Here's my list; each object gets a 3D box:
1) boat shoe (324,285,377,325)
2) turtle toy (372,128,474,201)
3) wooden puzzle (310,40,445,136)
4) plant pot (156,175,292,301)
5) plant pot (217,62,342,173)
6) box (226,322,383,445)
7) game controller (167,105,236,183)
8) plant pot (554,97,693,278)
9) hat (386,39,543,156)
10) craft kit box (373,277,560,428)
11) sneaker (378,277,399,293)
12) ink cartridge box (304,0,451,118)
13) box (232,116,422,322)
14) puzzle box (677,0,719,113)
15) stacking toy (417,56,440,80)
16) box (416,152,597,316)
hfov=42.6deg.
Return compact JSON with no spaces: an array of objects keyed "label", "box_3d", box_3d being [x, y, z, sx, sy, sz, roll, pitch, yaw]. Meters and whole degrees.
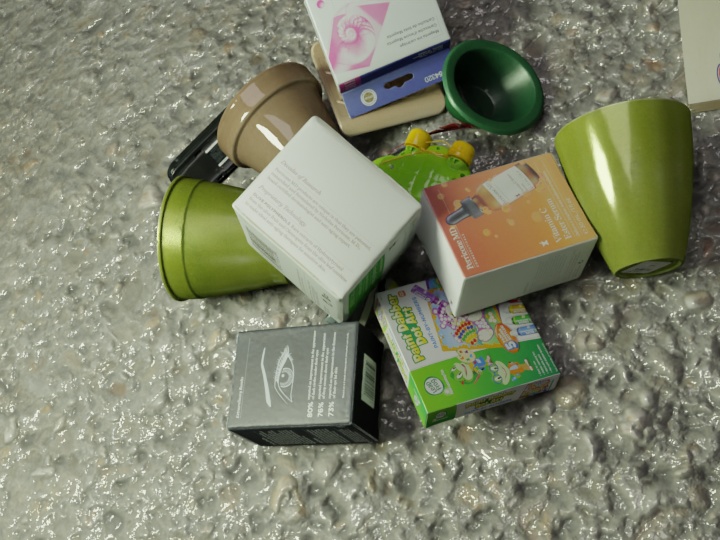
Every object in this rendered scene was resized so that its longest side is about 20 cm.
[{"label":"boat shoe","box_3d":[0.000,0.000,1.401,0.061,0.073,0.202,20,74,-8]},{"label":"turtle toy","box_3d":[0.090,-0.132,1.420,0.198,0.101,0.147,21,79,28]},{"label":"wooden puzzle","box_3d":[0.028,-0.318,1.560,0.183,0.046,0.202,-15,61,-8]},{"label":"plant pot","box_3d":[-0.194,-0.047,1.467,0.190,0.201,0.203,3,64,12]},{"label":"plant pot","box_3d":[-0.108,-0.209,1.521,0.200,0.200,0.175,-42,74,-2]},{"label":"box","box_3d":[-0.078,0.165,1.326,0.197,0.104,0.150,-5,65,22]},{"label":"game controller","box_3d":[-0.258,-0.215,1.669,0.200,0.042,0.104,-46,70,-3]},{"label":"plant pot","box_3d":[0.371,-0.098,1.248,0.185,0.187,0.203,-12,74,18]},{"label":"hat","box_3d":[0.171,-0.259,1.504,0.198,0.176,0.168,16,64,-12]},{"label":"craft kit box","box_3d":[0.141,0.095,1.266,0.195,0.049,0.201,-16,55,-12]},{"label":"sneaker","box_3d":[0.083,0.095,1.332,0.076,0.076,0.202,-23,64,-3]},{"label":"ink cartridge box","box_3d":[0.036,-0.370,1.456,0.194,0.043,0.202,-23,98,0]},{"label":"box","box_3d":[-0.044,-0.063,1.286,0.199,0.199,0.172,40,80,8]},{"label":"puzzle box","box_3d":[0.545,-0.330,1.367,0.131,0.025,0.202,-6,62,21]},{"label":"stacking toy","box_3d":[0.075,-0.395,1.521,0.145,0.146,0.201,-36,81,3]},{"label":"box","box_3d":[0.196,-0.050,1.271,0.198,0.107,0.154,-17,62,-12]}]
